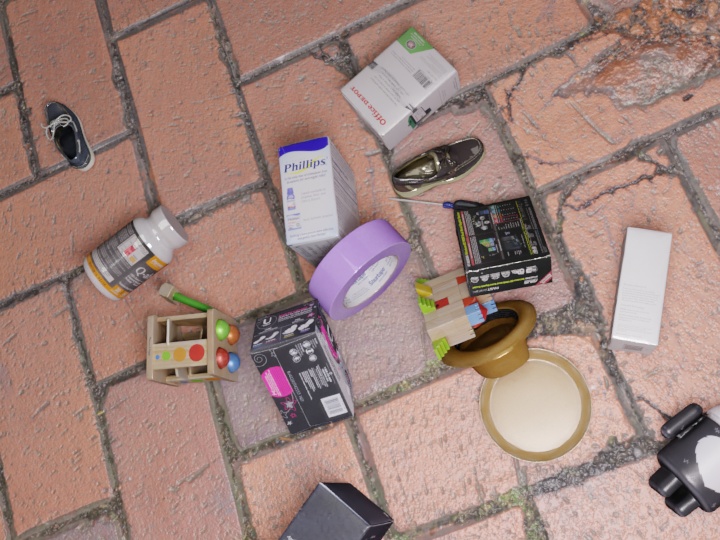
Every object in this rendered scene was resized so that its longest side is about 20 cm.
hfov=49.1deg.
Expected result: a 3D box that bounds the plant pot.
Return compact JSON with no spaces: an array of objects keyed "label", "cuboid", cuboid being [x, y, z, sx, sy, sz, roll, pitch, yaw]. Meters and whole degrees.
[{"label":"plant pot","cuboid":[0.314,0.242,1.419,0.198,0.027,0.202,-3,76,13]}]

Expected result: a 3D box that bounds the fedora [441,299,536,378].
[{"label":"fedora","cuboid":[0.240,0.134,1.410,0.200,0.201,0.082,-35,107,3]}]

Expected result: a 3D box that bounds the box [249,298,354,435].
[{"label":"box","cuboid":[-0.101,0.175,1.439,0.131,0.201,0.115,-18,29,8]}]

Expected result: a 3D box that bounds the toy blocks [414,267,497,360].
[{"label":"toy blocks","cuboid":[0.183,0.061,1.435,0.136,0.100,0.201,-22,30,10]}]

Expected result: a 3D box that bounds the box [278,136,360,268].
[{"label":"box","cuboid":[-0.074,-0.125,1.526,0.104,0.184,0.202,-10,73,13]}]

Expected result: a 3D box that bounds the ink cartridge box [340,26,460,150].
[{"label":"ink cartridge box","cuboid":[0.081,-0.368,1.601,0.200,0.084,0.146,-40,70,1]}]

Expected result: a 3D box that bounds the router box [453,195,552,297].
[{"label":"router box","cuboid":[0.254,-0.046,1.430,0.148,0.063,0.201,-10,37,6]}]

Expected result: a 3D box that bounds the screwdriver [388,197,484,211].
[{"label":"screwdriver","cuboid":[0.147,-0.129,1.557,0.198,0.028,0.029,5,48,17]}]

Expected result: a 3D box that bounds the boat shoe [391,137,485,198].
[{"label":"boat shoe","cuboid":[0.154,-0.207,1.552,0.199,0.065,0.074,-29,68,4]}]

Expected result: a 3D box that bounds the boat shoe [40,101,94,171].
[{"label":"boat shoe","cuboid":[-0.671,-0.311,1.783,0.074,0.062,0.201,-31,70,6]}]

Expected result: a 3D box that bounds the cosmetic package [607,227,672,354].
[{"label":"cosmetic package","cuboid":[0.490,0.037,1.384,0.080,0.113,0.202,7,76,15]}]

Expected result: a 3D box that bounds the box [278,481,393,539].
[{"label":"box","cuboid":[-0.060,0.480,1.359,0.117,0.197,0.201,35,86,20]}]

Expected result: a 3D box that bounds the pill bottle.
[{"label":"pill bottle","cuboid":[-0.463,-0.038,1.633,0.199,0.116,0.117,-36,71,3]}]

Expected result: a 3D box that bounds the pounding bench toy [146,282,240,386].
[{"label":"pounding bench toy","cuboid":[-0.322,0.117,1.554,0.154,0.124,0.202,-7,74,12]}]

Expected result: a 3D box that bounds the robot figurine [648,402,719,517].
[{"label":"robot figurine","cuboid":[0.570,0.311,1.285,0.200,0.150,0.125,-40,35,1]}]

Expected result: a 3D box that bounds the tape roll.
[{"label":"tape roll","cuboid":[0.000,0.000,1.465,0.200,0.200,0.066,-44,71,0]}]
